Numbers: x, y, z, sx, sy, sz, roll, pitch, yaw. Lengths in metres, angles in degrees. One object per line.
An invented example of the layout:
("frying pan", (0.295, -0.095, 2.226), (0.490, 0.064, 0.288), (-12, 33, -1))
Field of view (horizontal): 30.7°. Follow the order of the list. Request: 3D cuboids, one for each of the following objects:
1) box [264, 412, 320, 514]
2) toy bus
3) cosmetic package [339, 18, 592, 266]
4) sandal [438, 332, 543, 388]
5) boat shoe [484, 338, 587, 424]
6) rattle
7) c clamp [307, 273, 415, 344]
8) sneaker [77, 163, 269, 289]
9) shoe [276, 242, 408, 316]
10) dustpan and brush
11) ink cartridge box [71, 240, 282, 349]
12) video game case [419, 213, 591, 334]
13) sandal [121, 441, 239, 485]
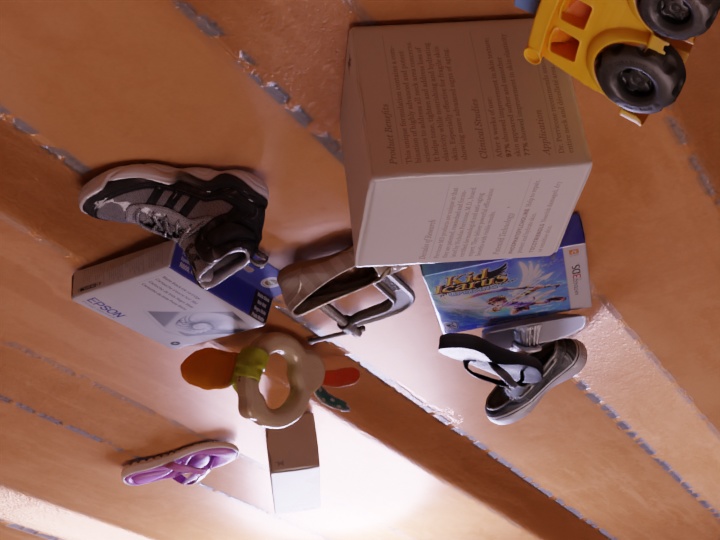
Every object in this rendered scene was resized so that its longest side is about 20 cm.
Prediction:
("box", (-0.105, 0.303, 2.045), (0.077, 0.096, 0.200), (-6, 153, -5))
("toy bus", (0.199, -0.244, 1.047), (0.191, 0.136, 0.200), (27, 150, 8))
("cosmetic package", (0.089, -0.118, 1.224), (0.198, 0.169, 0.167), (-3, 153, -7))
("sandal", (0.165, 0.124, 1.692), (0.076, 0.043, 0.199), (-8, 160, 40))
("boat shoe", (0.236, 0.151, 1.889), (0.071, 0.072, 0.200), (22, 131, -30))
("rattle", (-0.117, 0.151, 1.765), (0.142, 0.131, 0.199), (-24, 167, 37))
("c clamp", (-0.021, 0.042, 1.647), (0.170, 0.027, 0.200), (-15, 152, 14))
("sneaker", (-0.188, -0.044, 1.346), (0.198, 0.115, 0.076), (0, 151, -14))
("shoe", (0.000, 0.000, 1.521), (0.199, 0.054, 0.070), (-21, 139, 10))
("dustpan and brush", (0.216, 0.092, 1.762), (0.138, 0.058, 0.200), (-10, -177, -7))
("ink cartridge box", (-0.201, 0.027, 1.542), (0.199, 0.041, 0.199), (-18, 151, 26))
("video game case", (0.182, 0.009, 1.619), (0.198, 0.046, 0.182), (-12, 151, 7))
("sandal", (-0.281, 0.319, 2.073), (0.201, 0.050, 0.082), (-17, 151, 16))
